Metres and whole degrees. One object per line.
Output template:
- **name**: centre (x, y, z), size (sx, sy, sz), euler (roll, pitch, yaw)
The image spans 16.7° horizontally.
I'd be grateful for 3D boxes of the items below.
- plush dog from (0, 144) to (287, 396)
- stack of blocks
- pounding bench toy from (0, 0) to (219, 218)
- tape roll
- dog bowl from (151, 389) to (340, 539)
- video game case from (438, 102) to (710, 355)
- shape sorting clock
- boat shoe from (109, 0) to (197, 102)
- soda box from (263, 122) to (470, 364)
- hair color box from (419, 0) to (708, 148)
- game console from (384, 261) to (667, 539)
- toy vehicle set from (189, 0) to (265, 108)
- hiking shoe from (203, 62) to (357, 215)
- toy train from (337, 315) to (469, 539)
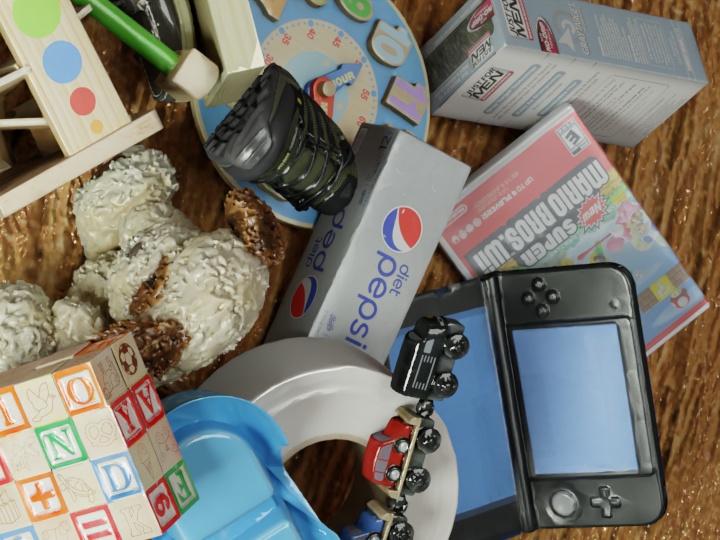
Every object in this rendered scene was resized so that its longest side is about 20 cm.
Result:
- **plush dog**: centre (-0.131, 0.025, 1.608), size (0.161, 0.171, 0.200), euler (50, 60, -20)
- **stack of blocks**: centre (-0.214, 0.124, 1.523), size (0.116, 0.199, 0.059), euler (67, 26, -9)
- **pounding bench toy**: centre (-0.206, -0.145, 1.591), size (0.200, 0.124, 0.157), euler (-32, 103, -26)
- **tape roll**: centre (-0.036, 0.151, 1.680), size (0.201, 0.071, 0.204), euler (-8, 109, -23)
- **dog bowl**: centre (-0.084, 0.164, 1.594), size (0.111, 0.050, 0.201), euler (-32, 113, -10)
- **video game case**: centre (0.157, -0.007, 1.866), size (0.143, 0.017, 0.200), euler (-38, 108, -2)
- **shape sorting clock**: centre (-0.033, -0.129, 1.774), size (0.199, 0.039, 0.201), euler (4, 82, -35)
- **boat shoe**: centre (-0.163, -0.208, 1.679), size (0.066, 0.072, 0.202), euler (-15, 96, -22)
- **soda box**: centre (0.000, 0.000, 1.741), size (0.068, 0.063, 0.201), euler (26, 85, -28)
- **hair color box**: centre (0.153, -0.153, 1.860), size (0.199, 0.099, 0.061), euler (6, 57, -34)
- **game console**: centre (0.116, 0.107, 1.798), size (0.118, 0.170, 0.201), euler (-27, 109, -60)
- **toy vehicle set**: centre (-0.111, -0.219, 1.666), size (0.026, 0.124, 0.201), euler (-14, 87, -12)
- **hiking shoe**: centre (-0.041, -0.083, 1.635), size (0.101, 0.200, 0.076), euler (39, 102, -3)
- **toy train**: centre (0.025, 0.125, 1.640), size (0.046, 0.034, 0.201), euler (12, 100, -23)
